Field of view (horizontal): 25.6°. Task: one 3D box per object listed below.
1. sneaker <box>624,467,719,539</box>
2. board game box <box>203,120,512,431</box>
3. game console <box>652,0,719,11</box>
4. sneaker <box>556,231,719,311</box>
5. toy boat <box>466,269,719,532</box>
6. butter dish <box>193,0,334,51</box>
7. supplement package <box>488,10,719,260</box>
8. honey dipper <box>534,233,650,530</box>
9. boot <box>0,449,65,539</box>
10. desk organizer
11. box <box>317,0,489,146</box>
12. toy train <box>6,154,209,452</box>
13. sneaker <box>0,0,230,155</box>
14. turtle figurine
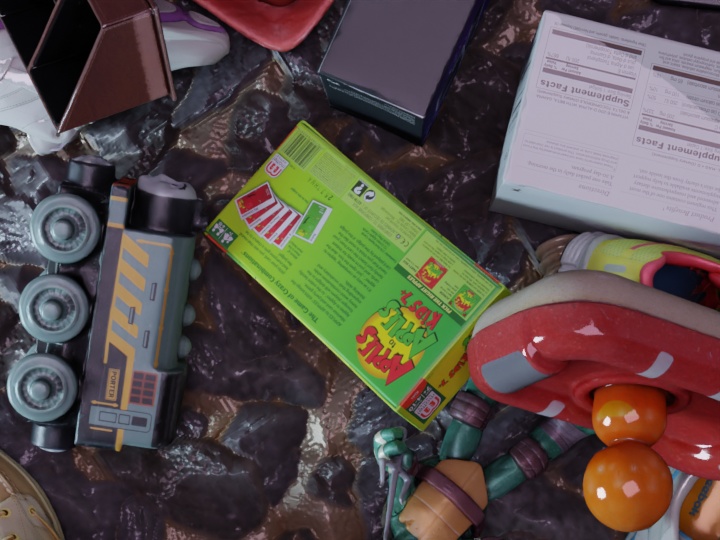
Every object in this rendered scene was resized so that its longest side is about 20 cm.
[{"bbox_3d":[0.205,0.201,1.039,0.076,0.081,0.200,19,90,1],"label":"sneaker"},{"bbox_3d":[0.000,0.000,1.025,0.102,0.048,0.200,-49,58,0],"label":"board game box"},{"bbox_3d":[0.283,-0.275,1.036,0.172,0.119,0.200,7,87,2],"label":"game console"},{"bbox_3d":[0.225,0.031,1.016,0.200,0.090,0.078,17,83,-27],"label":"sneaker"},{"bbox_3d":[0.160,0.089,0.929,0.200,0.130,0.131,18,64,-24],"label":"toy boat"},{"bbox_3d":[-0.074,-0.279,1.034,0.199,0.148,0.200,35,89,2],"label":"butter dish"},{"bbox_3d":[0.193,-0.074,1.012,0.200,0.156,0.111,15,86,2],"label":"supplement package"},{"bbox_3d":[0.157,0.072,1.034,0.038,0.038,0.200,-15,67,1],"label":"honey dipper"},{"bbox_3d":[-0.236,0.190,1.015,0.073,0.155,0.200,-34,87,0],"label":"boot"},{"bbox_3d":[-0.190,-0.179,1.004,0.077,0.072,0.200,-21,48,-14],"label":"desk organizer"},{"bbox_3d":[0.049,-0.193,1.030,0.079,0.141,0.200,24,89,0],"label":"box"},{"bbox_3d":[-0.166,0.027,1.054,0.114,0.085,0.200,9,96,-4],"label":"toy train"},{"bbox_3d":[-0.187,-0.133,1.081,0.200,0.075,0.100,-5,111,-1],"label":"sneaker"},{"bbox_3d":[0.060,0.148,1.036,0.150,0.101,0.200,43,72,-15],"label":"turtle figurine"}]
